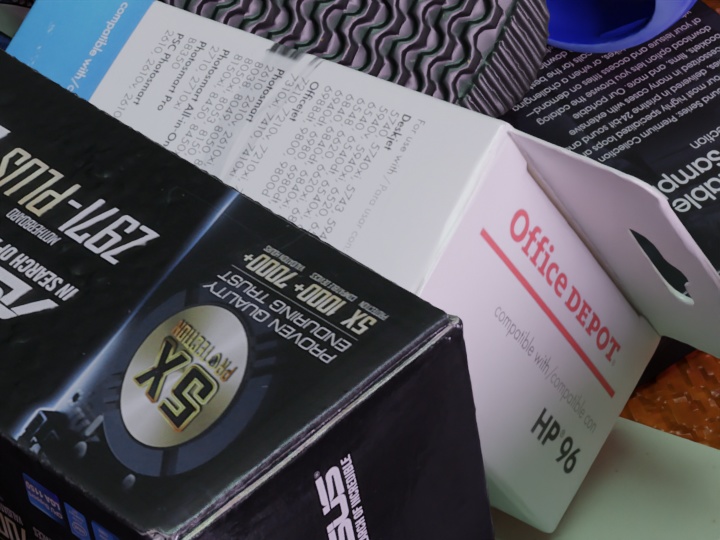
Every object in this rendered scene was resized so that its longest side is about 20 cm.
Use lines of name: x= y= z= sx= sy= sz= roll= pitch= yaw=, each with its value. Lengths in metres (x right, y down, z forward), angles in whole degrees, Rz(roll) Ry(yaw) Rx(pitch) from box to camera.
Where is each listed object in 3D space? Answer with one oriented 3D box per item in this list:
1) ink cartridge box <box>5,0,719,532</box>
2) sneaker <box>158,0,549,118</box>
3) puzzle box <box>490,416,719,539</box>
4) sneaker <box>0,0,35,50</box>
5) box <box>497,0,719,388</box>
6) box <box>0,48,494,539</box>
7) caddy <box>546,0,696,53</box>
ink cartridge box: x=0.000 y=0.000 z=0.727 sx=0.199 sy=0.116 sz=0.068 roll=22 pitch=75 yaw=36
sneaker: x=-0.041 y=-0.096 z=0.812 sx=0.199 sy=0.090 sz=0.070 roll=25 pitch=89 yaw=-1
puzzle box: x=0.061 y=0.123 z=0.708 sx=0.132 sy=0.026 sz=0.200 roll=19 pitch=49 yaw=15
sneaker: x=-0.129 y=-0.068 z=0.815 sx=0.199 sy=0.075 sz=0.079 roll=-1 pitch=78 yaw=-36
box: x=0.050 y=-0.048 z=0.868 sx=0.142 sy=0.036 sz=0.200 roll=-30 pitch=52 yaw=-26
box: x=-0.065 y=0.052 z=0.656 sx=0.086 sy=0.165 sz=0.199 roll=-37 pitch=48 yaw=-27
caddy: x=0.045 y=-0.157 z=0.846 sx=0.200 sy=0.142 sz=0.105 roll=38 pitch=53 yaw=25
